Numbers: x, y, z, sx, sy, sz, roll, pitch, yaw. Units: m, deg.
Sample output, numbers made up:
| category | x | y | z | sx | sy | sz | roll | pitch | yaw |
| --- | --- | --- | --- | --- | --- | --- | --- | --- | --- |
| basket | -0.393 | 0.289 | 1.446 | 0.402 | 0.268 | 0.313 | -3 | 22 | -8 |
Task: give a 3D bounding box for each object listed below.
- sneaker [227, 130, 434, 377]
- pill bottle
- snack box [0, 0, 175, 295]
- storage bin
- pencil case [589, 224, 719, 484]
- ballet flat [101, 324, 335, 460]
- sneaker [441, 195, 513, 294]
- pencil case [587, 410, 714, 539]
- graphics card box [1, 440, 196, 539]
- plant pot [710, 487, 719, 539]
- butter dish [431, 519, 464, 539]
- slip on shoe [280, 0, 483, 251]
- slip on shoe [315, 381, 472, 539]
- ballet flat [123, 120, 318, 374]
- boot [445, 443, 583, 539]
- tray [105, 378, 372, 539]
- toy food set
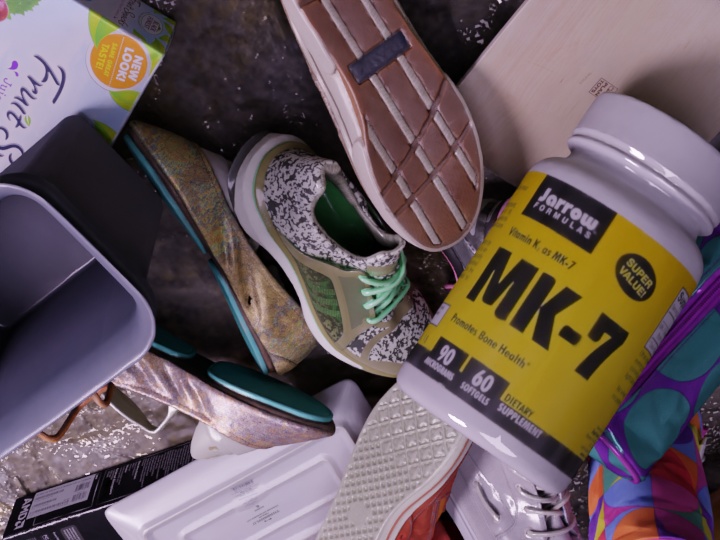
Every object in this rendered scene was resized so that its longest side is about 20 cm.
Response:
| category | x | y | z | sx | sy | sz | roll | pitch | yaw |
| --- | --- | --- | --- | --- | --- | --- | --- | --- | --- |
| sneaker | 0.000 | 0.000 | 0.854 | 0.077 | 0.088 | 0.200 | -52 | 123 | -20 |
| pill bottle | 0.117 | 0.011 | 0.765 | 0.114 | 0.114 | 0.201 | 34 | 87 | -18 |
| snack box | -0.222 | -0.100 | 0.841 | 0.141 | 0.053 | 0.201 | 28 | 119 | -15 |
| storage bin | -0.197 | 0.013 | 0.798 | 0.199 | 0.135 | 0.146 | -34 | 112 | 24 |
| pencil case | 0.200 | 0.034 | 0.847 | 0.085 | 0.092 | 0.200 | 40 | 86 | 17 |
| ballet flat | -0.112 | 0.085 | 0.920 | 0.198 | 0.068 | 0.068 | 25 | 101 | 12 |
| sneaker | 0.105 | 0.023 | 0.904 | 0.095 | 0.079 | 0.201 | 7 | 139 | 37 |
| pencil case | 0.192 | 0.147 | 0.897 | 0.087 | 0.201 | 0.089 | 5 | 119 | 9 |
| graphics card box | -0.148 | 0.200 | 1.020 | 0.198 | 0.051 | 0.126 | -21 | 119 | 12 |
| plant pot | 0.290 | 0.222 | 0.946 | 0.200 | 0.201 | 0.189 | 39 | 101 | -19 |
| butter dish | 0.075 | 0.277 | 1.003 | 0.146 | 0.201 | 0.201 | 6 | 122 | -30 |
| slip on shoe | 0.009 | -0.107 | 0.804 | 0.076 | 0.061 | 0.201 | -33 | 106 | -5 |
| slip on shoe | 0.032 | 0.139 | 0.915 | 0.061 | 0.074 | 0.202 | 5 | 119 | -47 |
| ballet flat | -0.079 | -0.024 | 0.882 | 0.070 | 0.071 | 0.201 | -21 | 117 | 14 |
| boot | 0.110 | 0.154 | 0.905 | 0.073 | 0.200 | 0.096 | -20 | 147 | -33 |
| tray | -0.067 | 0.163 | 0.956 | 0.198 | 0.022 | 0.108 | -29 | 116 | 5 |
| toy food set | 0.145 | -0.122 | 0.821 | 0.143 | 0.061 | 0.200 | 30 | 126 | -15 |
